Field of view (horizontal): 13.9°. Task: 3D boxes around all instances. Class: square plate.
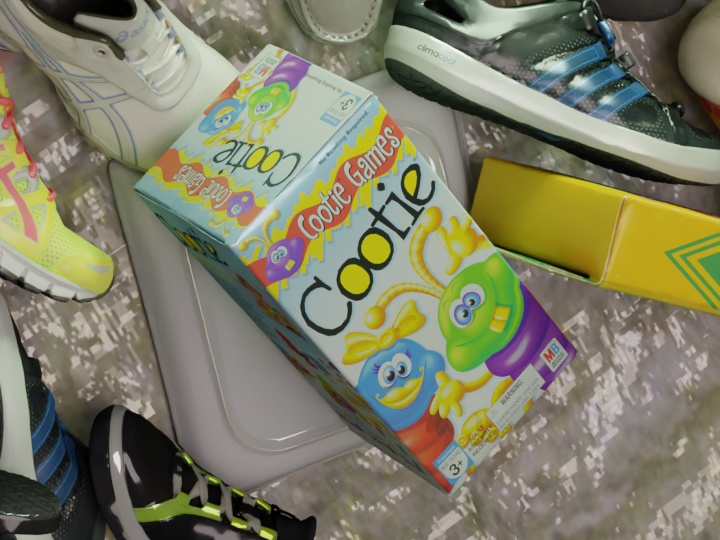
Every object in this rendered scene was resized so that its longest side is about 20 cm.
[{"bbox_3d":[-0.017,0.007,1.560,0.199,0.028,0.199,-19,106,-19],"label":"square plate"}]

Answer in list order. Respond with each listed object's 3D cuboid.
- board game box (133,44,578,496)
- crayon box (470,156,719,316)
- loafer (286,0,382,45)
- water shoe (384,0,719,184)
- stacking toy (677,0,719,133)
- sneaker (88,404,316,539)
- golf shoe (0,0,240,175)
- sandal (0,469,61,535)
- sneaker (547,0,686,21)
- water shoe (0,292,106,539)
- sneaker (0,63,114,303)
[{"bbox_3d":[0.000,0.000,1.472,0.103,0.105,0.200,-47,126,-9],"label":"board game box"},{"bbox_3d":[0.146,-0.014,1.555,0.199,0.127,0.051,12,95,-35],"label":"crayon box"},{"bbox_3d":[-0.013,-0.203,1.484,0.070,0.070,0.201,-11,119,-12],"label":"loafer"},{"bbox_3d":[0.113,-0.104,1.534,0.199,0.071,0.079,20,87,-16],"label":"water shoe"},{"bbox_3d":[0.257,-0.054,1.628,0.146,0.146,0.201,-23,123,-18],"label":"stacking toy"},{"bbox_3d":[-0.064,0.132,1.525,0.083,0.072,0.200,-24,126,18],"label":"sneaker"},{"bbox_3d":[-0.118,-0.106,1.451,0.200,0.097,0.079,34,78,-23],"label":"golf shoe"},{"bbox_3d":[-0.238,0.124,1.428,0.199,0.075,0.045,-1,99,10],"label":"sandal"},{"bbox_3d":[0.104,-0.194,1.541,0.200,0.091,0.076,35,83,-26],"label":"sneaker"},{"bbox_3d":[-0.173,0.097,1.497,0.079,0.071,0.201,-20,102,-54],"label":"water shoe"},{"bbox_3d":[-0.190,-0.059,1.446,0.200,0.078,0.090,39,81,-24],"label":"sneaker"}]
